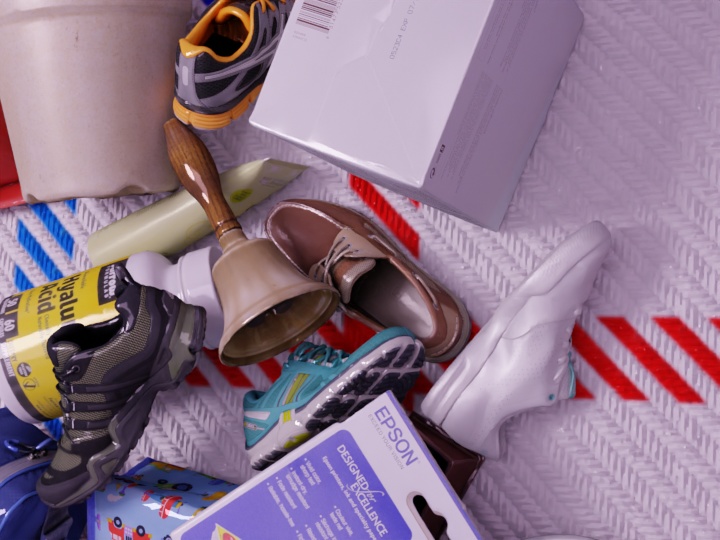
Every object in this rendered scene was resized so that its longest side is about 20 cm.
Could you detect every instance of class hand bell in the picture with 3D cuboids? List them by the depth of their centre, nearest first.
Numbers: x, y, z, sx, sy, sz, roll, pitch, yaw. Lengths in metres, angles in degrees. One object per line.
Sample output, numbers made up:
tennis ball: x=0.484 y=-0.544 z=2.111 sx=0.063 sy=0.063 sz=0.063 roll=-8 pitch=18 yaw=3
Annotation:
hand bell: x=-0.108 y=-0.036 z=0.990 sx=0.104 sy=0.104 sz=0.201 roll=-36 pitch=70 yaw=14

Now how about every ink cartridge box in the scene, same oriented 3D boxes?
ink cartridge box: x=-0.005 y=0.221 z=0.915 sx=0.199 sy=0.047 sz=0.198 roll=-33 pitch=83 yaw=6

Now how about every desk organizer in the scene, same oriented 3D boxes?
desk organizer: x=0.010 y=0.213 z=0.978 sx=0.071 sy=0.077 sz=0.201 roll=31 pitch=95 yaw=21

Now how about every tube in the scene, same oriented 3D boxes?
tube: x=-0.141 y=-0.049 z=1.072 sx=0.199 sy=0.052 sz=0.058 roll=-26 pitch=31 yaw=20

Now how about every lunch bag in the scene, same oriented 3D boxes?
lunch bag: x=-0.150 y=0.274 z=1.035 sx=0.150 sy=0.094 sz=0.202 roll=12 pitch=98 yaw=26
lunch bag: x=-0.307 y=0.219 z=1.059 sx=0.132 sy=0.136 sz=0.201 roll=33 pitch=107 yaw=20

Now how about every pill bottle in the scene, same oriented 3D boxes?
pill bottle: x=-0.201 y=0.049 z=1.055 sx=0.199 sy=0.111 sz=0.112 roll=-18 pitch=77 yaw=8

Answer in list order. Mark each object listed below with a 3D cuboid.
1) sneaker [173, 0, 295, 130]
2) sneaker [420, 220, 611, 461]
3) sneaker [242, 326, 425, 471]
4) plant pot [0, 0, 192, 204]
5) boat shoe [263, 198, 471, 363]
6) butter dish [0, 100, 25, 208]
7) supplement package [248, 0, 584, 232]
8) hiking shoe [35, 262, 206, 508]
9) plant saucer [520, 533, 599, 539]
sneaker: x=-0.084 y=-0.203 z=1.032 sx=0.078 sy=0.077 sz=0.200 roll=23 pitch=59 yaw=17
sneaker: x=0.138 y=0.056 z=0.960 sx=0.088 sy=0.075 sz=0.200 roll=40 pitch=105 yaw=8
sneaker: x=-0.032 y=0.091 z=0.990 sx=0.200 sy=0.077 sz=0.080 roll=-36 pitch=60 yaw=37
plant pot: x=-0.227 y=-0.152 z=1.064 sx=0.199 sy=0.200 sz=0.185 roll=-3 pitch=93 yaw=20
boat shoe: x=0.000 y=0.000 z=1.009 sx=0.199 sy=0.072 sz=0.076 roll=32 pitch=95 yaw=21
butter dish: x=-0.378 y=-0.156 z=1.132 sx=0.198 sy=0.148 sz=0.202 roll=-11 pitch=80 yaw=20
supplement package: x=0.049 y=-0.154 z=0.940 sx=0.146 sy=0.200 sz=0.192 roll=23 pitch=91 yaw=22
hiking shoe: x=-0.206 y=0.089 z=0.975 sx=0.100 sy=0.076 sz=0.200 roll=34 pitch=99 yaw=-15
plant saucer: x=0.153 y=0.295 z=0.925 sx=0.199 sy=0.050 sz=0.202 roll=-2 pitch=82 yaw=17
